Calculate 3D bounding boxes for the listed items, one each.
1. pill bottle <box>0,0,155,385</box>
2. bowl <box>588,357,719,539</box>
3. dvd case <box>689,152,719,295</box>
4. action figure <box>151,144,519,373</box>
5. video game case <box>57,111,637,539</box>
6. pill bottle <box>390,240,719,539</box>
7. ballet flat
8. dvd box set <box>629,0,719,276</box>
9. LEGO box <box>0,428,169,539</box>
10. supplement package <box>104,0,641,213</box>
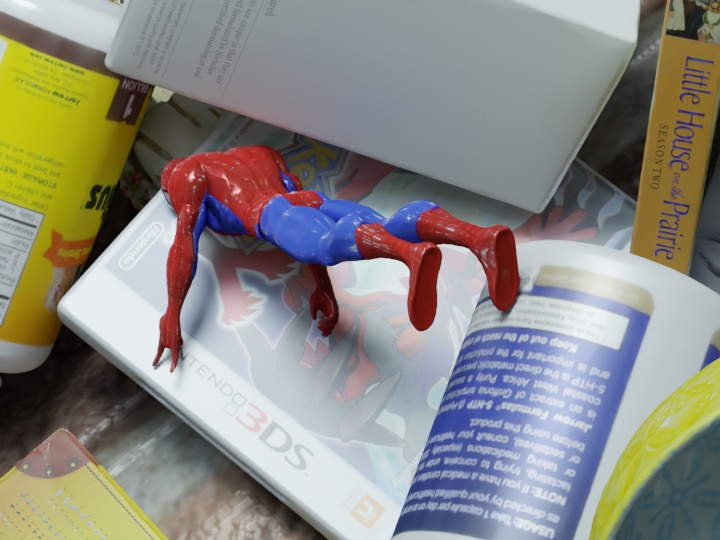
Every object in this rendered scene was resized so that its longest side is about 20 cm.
[{"bbox_3d":[-0.167,-0.030,1.317,0.109,0.109,0.201,26,98,28],"label":"pill bottle"},{"bbox_3d":[0.172,0.094,1.110,0.199,0.201,0.108,-18,29,4],"label":"bowl"},{"bbox_3d":[0.222,-0.027,1.291,0.148,0.016,0.201,11,63,21],"label":"dvd case"},{"bbox_3d":[-0.023,0.006,1.237,0.065,0.100,0.200,-10,23,-37],"label":"action figure"},{"bbox_3d":[0.000,0.000,1.305,0.182,0.023,0.200,38,74,13],"label":"video game case"},{"bbox_3d":[0.076,0.102,1.189,0.119,0.120,0.201,13,69,23],"label":"pill bottle"},{"bbox_3d":[-0.096,-0.068,1.379,0.200,0.064,0.076,39,86,31],"label":"ballet flat"},{"bbox_3d":[0.140,-0.104,1.238,0.029,0.201,0.147,9,51,6],"label":"dvd box set"},{"bbox_3d":[-0.066,0.177,1.169,0.077,0.149,0.200,-40,57,-10],"label":"LEGO box"},{"bbox_3d":[0.010,-0.128,1.262,0.199,0.118,0.117,18,47,-8],"label":"supplement package"}]
